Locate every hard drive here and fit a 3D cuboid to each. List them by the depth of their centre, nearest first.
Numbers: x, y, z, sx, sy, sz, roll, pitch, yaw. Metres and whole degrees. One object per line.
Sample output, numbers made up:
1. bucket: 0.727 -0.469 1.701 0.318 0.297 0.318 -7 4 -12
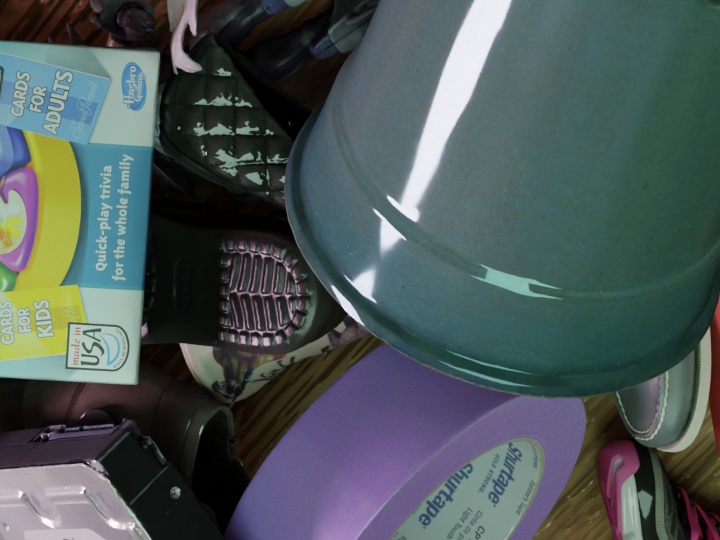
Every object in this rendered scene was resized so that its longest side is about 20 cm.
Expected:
1. hard drive: -0.100 0.163 1.067 0.140 0.038 0.200 -9 119 50

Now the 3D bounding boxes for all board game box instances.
1. board game box: -0.194 -0.031 0.983 0.199 0.047 0.151 3 96 -8

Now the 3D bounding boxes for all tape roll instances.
1. tape roll: 0.022 0.118 1.109 0.200 0.066 0.200 -36 150 -24

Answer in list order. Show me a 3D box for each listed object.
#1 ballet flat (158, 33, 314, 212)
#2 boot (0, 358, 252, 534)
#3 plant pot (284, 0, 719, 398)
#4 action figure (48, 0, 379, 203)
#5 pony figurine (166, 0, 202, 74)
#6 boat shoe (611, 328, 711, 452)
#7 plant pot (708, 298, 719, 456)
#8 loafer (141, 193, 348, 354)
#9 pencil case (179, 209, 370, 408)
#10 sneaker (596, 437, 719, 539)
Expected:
1. ballet flat: 0.003 -0.044 1.004 0.200 0.067 0.057 22 119 -12
2. boot: -0.118 0.132 1.139 0.146 0.070 0.200 9 127 29
3. plant pot: 0.086 -0.087 0.898 0.200 0.200 0.196 10 134 -9
4. action figure: -0.064 -0.101 1.046 0.200 0.069 0.130 -33 124 19
5. pony figurine: -0.048 -0.201 0.935 0.199 0.194 0.167 -4 159 0
6. boat shoe: 0.117 -0.009 1.056 0.062 0.073 0.201 -6 83 -30
7. plant pot: 0.244 -0.013 1.052 0.200 0.200 0.178 -17 108 7
8. loafer: -0.077 0.003 1.049 0.071 0.200 0.073 -3 104 -50
9. pencil case: 0.000 0.000 1.101 0.200 0.078 0.090 -23 104 10
10. sneaker: 0.192 0.158 1.208 0.087 0.074 0.200 -21 124 10
